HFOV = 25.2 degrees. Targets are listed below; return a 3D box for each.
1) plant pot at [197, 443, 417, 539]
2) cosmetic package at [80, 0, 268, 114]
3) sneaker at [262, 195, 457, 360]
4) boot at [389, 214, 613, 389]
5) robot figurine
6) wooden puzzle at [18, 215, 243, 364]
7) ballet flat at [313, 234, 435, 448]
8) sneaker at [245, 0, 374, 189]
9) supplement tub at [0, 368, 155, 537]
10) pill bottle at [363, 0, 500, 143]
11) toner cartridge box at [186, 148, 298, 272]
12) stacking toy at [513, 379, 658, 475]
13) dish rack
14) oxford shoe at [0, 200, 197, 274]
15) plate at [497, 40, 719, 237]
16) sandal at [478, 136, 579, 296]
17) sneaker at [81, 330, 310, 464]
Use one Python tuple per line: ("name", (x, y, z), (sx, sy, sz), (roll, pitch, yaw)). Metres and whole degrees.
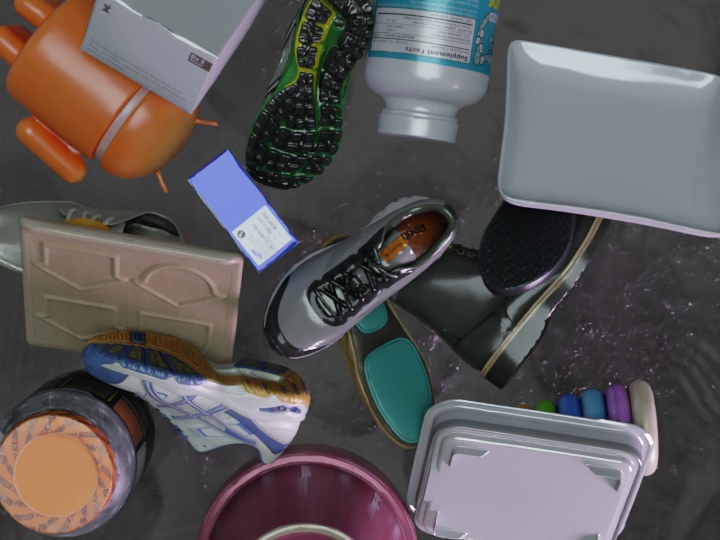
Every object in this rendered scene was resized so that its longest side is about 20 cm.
("plant pot", (-0.046, 0.261, 1.388), (0.199, 0.179, 0.201), (0, 94, -2))
("cosmetic package", (-0.136, -0.240, 1.350), (0.113, 0.081, 0.200), (32, 52, -2))
("sneaker", (0.000, 0.000, 1.364), (0.200, 0.079, 0.074), (-39, 94, -14))
("boot", (0.127, -0.015, 1.432), (0.138, 0.077, 0.200), (35, 84, 9))
("robot figurine", (-0.224, -0.158, 1.391), (0.200, 0.117, 0.144), (38, 62, -2))
("wooden puzzle", (-0.195, 0.017, 1.381), (0.185, 0.200, 0.046), (10, 56, -1))
("ballet flat", (0.010, 0.063, 1.435), (0.068, 0.063, 0.201), (-20, 89, -23))
("sneaker", (-0.043, -0.163, 1.418), (0.078, 0.085, 0.200), (22, 108, -14))
("supplement tub", (-0.244, 0.154, 1.366), (0.122, 0.200, 0.123), (0, 93, 0))
("pill bottle", (0.063, -0.214, 1.395), (0.110, 0.111, 0.201), (9, 94, -2))
("toner cartridge box", (-0.098, -0.049, 1.355), (0.043, 0.200, 0.095), (-36, 93, -2))
("stacking toy", (0.162, 0.145, 1.439), (0.199, 0.085, 0.086), (-4, 94, 4))
("dish rack", (0.144, 0.192, 1.406), (0.199, 0.044, 0.172), (9, 135, -1))
("oxford shoe", (-0.239, -0.028, 1.417), (0.199, 0.058, 0.075), (9, 69, 0))
("plate", (0.218, -0.110, 1.394), (0.199, 0.032, 0.200), (10, 50, -2))
("sandal", (0.156, -0.047, 1.393), (0.075, 0.048, 0.201), (6, 49, 20))
("sneaker", (-0.147, 0.115, 1.379), (0.199, 0.075, 0.088), (17, 112, -11))
